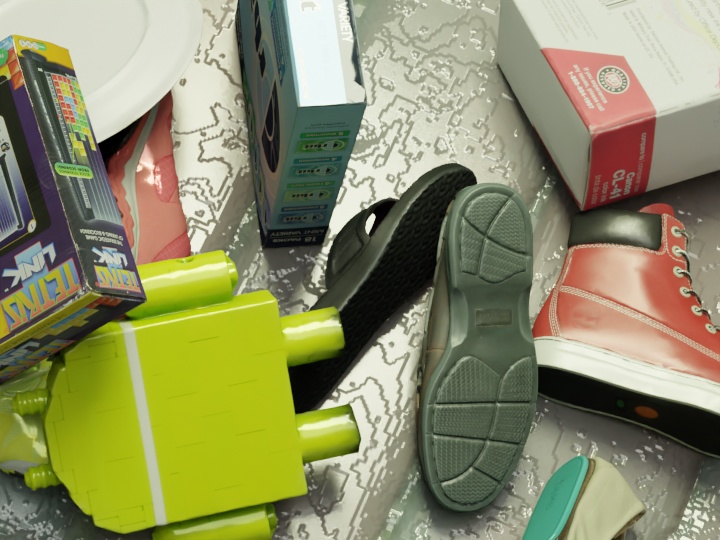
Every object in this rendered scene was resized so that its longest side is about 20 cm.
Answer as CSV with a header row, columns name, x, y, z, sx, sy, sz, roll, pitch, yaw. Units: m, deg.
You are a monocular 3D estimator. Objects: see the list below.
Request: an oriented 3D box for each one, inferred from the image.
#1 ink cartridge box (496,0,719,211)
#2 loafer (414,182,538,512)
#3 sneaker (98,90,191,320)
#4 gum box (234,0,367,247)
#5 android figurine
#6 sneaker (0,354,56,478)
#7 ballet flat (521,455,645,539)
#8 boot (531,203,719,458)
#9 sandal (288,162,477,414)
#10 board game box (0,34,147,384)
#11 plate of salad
name,x,y,z,sx,sy,sz,roll,pitch,yaw
ink cartridge box,0.205,-0.139,1.661,0.200,0.086,0.148,-15,53,-14
loafer,0.070,0.046,1.588,0.072,0.063,0.200,6,90,-16
sneaker,-0.142,-0.039,1.609,0.074,0.087,0.200,-20,45,29
gum box,-0.040,-0.131,1.579,0.044,0.200,0.170,-4,68,-10
android figurine,-0.103,0.083,1.521,0.200,0.041,0.182,-12,104,-9
sneaker,-0.226,0.034,1.553,0.075,0.076,0.200,-23,73,-18
ballet flat,0.113,0.188,1.520,0.069,0.070,0.200,33,48,7
boot,0.215,0.034,1.616,0.200,0.072,0.144,20,65,5
sandal,-0.001,0.000,1.603,0.048,0.075,0.200,30,65,28
board game box,-0.233,-0.017,1.493,0.200,0.057,0.166,-28,71,27
plate of salad,-0.189,-0.121,1.610,0.200,0.048,0.200,-13,41,12
